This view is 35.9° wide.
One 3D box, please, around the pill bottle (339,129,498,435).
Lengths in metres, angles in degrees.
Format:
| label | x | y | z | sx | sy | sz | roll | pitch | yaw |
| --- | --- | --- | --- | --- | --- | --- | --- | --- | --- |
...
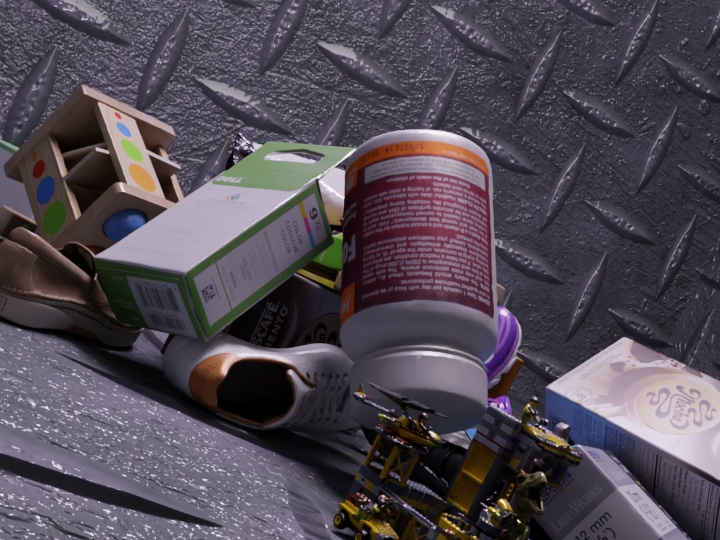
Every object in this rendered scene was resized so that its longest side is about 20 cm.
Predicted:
| label | x | y | z | sx | sy | sz | roll | pitch | yaw |
| --- | --- | --- | --- | --- | --- | --- | --- | --- | --- |
| pill bottle | 0.042 | 0.010 | 0.807 | 0.113 | 0.201 | 0.114 | 1 | -26 | 1 |

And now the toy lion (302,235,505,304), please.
| label | x | y | z | sx | sy | sz | roll | pitch | yaw |
| --- | --- | --- | --- | --- | --- | --- | --- | --- | --- |
| toy lion | 0.000 | 0.000 | 0.993 | 0.199 | 0.069 | 0.191 | 27 | -8 | -38 |

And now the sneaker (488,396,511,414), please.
| label | x | y | z | sx | sy | sz | roll | pitch | yaw |
| --- | --- | --- | --- | --- | --- | --- | --- | --- | --- |
| sneaker | 0.106 | 0.153 | 1.097 | 0.199 | 0.084 | 0.081 | 26 | 0 | -25 |

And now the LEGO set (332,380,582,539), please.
| label | x | y | z | sx | sy | sz | roll | pitch | yaw |
| --- | --- | --- | --- | --- | --- | --- | --- | --- | --- |
| LEGO set | 0.090 | 0.135 | 0.679 | 0.199 | 0.116 | 0.154 | 26 | 0 | -30 |

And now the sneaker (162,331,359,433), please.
| label | x | y | z | sx | sy | sz | roll | pitch | yaw |
| --- | --- | --- | --- | --- | --- | --- | --- | --- | --- |
| sneaker | -0.047 | 0.097 | 0.834 | 0.199 | 0.073 | 0.085 | 12 | 12 | -37 |

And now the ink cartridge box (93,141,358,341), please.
| label | x | y | z | sx | sy | sz | roll | pitch | yaw |
| --- | --- | --- | --- | --- | --- | --- | --- | --- | --- |
| ink cartridge box | -0.092 | -0.028 | 0.853 | 0.103 | 0.200 | 0.060 | 8 | -54 | 40 |

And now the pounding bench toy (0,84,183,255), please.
| label | x | y | z | sx | sy | sz | roll | pitch | yaw |
| --- | --- | --- | --- | --- | --- | --- | --- | --- | --- |
| pounding bench toy | -0.268 | -0.042 | 1.088 | 0.124 | 0.200 | 0.157 | 22 | 35 | -51 |

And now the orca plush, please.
| label | x | y | z | sx | sy | sz | roll | pitch | yaw |
| --- | --- | --- | --- | --- | --- | --- | --- | --- | --- |
| orca plush | -0.040 | -0.052 | 1.025 | 0.199 | 0.071 | 0.106 | 13 | 37 | -32 |

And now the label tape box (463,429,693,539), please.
| label | x | y | z | sx | sy | sz | roll | pitch | yaw |
| --- | --- | --- | --- | --- | --- | --- | --- | --- | --- |
| label tape box | 0.178 | 0.177 | 0.828 | 0.200 | 0.066 | 0.143 | 50 | 9 | 21 |

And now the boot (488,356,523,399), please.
| label | x | y | z | sx | sy | sz | roll | pitch | yaw |
| --- | --- | --- | --- | --- | --- | --- | --- | --- | --- |
| boot | 0.095 | 0.121 | 1.248 | 0.071 | 0.145 | 0.201 | 27 | 0 | -37 |

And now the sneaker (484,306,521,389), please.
| label | x | y | z | sx | sy | sz | roll | pitch | yaw |
| --- | --- | --- | --- | --- | --- | --- | --- | --- | --- |
| sneaker | 0.078 | 0.091 | 1.132 | 0.081 | 0.199 | 0.084 | 51 | -19 | 35 |

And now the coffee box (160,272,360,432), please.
| label | x | y | z | sx | sy | sz | roll | pitch | yaw |
| --- | --- | --- | --- | --- | --- | --- | --- | --- | --- |
| coffee box | -0.062 | 0.061 | 0.977 | 0.080 | 0.114 | 0.200 | 26 | 1 | 41 |

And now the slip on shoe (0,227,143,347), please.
| label | x | y | z | sx | sy | sz | roll | pitch | yaw |
| --- | --- | --- | --- | --- | --- | --- | --- | --- | --- |
| slip on shoe | -0.216 | 0.011 | 0.842 | 0.076 | 0.061 | 0.200 | 27 | 0 | 22 |

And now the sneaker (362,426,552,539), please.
| label | x | y | z | sx | sy | sz | roll | pitch | yaw |
| --- | --- | --- | --- | --- | --- | --- | --- | --- | --- |
| sneaker | 0.091 | 0.163 | 0.935 | 0.199 | 0.076 | 0.091 | 25 | 6 | 8 |

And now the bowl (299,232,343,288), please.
| label | x | y | z | sx | sy | sz | roll | pitch | yaw |
| --- | --- | --- | --- | --- | --- | --- | --- | --- | --- |
| bowl | -0.084 | 0.038 | 1.271 | 0.200 | 0.199 | 0.108 | -148 | -143 | -88 |

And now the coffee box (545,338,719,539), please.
| label | x | y | z | sx | sy | sz | roll | pitch | yaw |
| --- | --- | --- | --- | --- | --- | --- | --- | --- | --- |
| coffee box | 0.266 | 0.146 | 0.933 | 0.113 | 0.080 | 0.200 | -26 | 36 | -33 |

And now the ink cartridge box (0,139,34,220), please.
| label | x | y | z | sx | sy | sz | roll | pitch | yaw |
| --- | --- | --- | --- | --- | --- | --- | --- | --- | --- |
| ink cartridge box | -0.356 | -0.075 | 1.336 | 0.145 | 0.088 | 0.200 | 26 | -2 | 32 |
